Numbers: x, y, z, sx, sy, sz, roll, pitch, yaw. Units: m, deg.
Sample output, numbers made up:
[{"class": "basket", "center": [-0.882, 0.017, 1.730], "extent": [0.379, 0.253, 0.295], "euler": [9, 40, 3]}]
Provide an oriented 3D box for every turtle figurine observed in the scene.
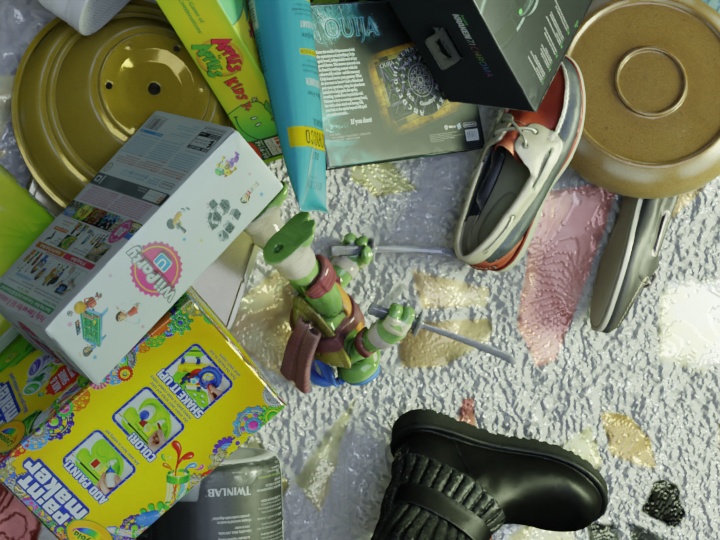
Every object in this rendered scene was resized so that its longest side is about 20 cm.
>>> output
[{"class": "turtle figurine", "center": [0.000, 0.000, 1.594], "extent": [0.194, 0.199, 0.144], "euler": [49, 33, -39]}]

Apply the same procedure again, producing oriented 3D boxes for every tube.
[{"class": "tube", "center": [-0.053, -0.143, 1.507], "extent": [0.050, 0.077, 0.201], "euler": [-10, 86, 20]}]

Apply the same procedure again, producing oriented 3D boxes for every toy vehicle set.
[{"class": "toy vehicle set", "center": [-0.182, -0.035, 1.609], "extent": [0.199, 0.027, 0.125], "euler": [21, 85, -16]}]

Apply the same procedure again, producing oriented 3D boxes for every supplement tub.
[{"class": "supplement tub", "center": [-0.122, 0.249, 1.582], "extent": [0.122, 0.123, 0.201], "euler": [-1, 92, -16]}]

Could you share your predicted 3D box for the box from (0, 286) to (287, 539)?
[{"class": "box", "center": [-0.189, 0.094, 1.496], "extent": [0.193, 0.200, 0.122], "euler": [-42, 116, -3]}]

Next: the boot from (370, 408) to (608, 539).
[{"class": "boot", "center": [0.109, 0.217, 1.634], "extent": [0.210, 0.080, 0.158], "euler": [17, 42, -9]}]

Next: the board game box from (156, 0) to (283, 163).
[{"class": "board game box", "center": [-0.099, -0.193, 1.548], "extent": [0.047, 0.102, 0.200], "euler": [-15, 132, 19]}]

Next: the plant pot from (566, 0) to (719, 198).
[{"class": "plant pot", "center": [0.253, -0.163, 1.701], "extent": [0.199, 0.027, 0.201], "euler": [1, 76, -3]}]

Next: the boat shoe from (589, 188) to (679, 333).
[{"class": "boat shoe", "center": [0.256, -0.036, 1.720], "extent": [0.057, 0.067, 0.201], "euler": [17, 83, -11]}]

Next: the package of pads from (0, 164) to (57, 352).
[{"class": "package of pads", "center": [-0.335, 0.004, 1.519], "extent": [0.154, 0.068, 0.200], "euler": [42, 78, 12]}]

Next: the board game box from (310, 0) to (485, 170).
[{"class": "board game box", "center": [0.022, -0.158, 1.617], "extent": [0.200, 0.028, 0.136], "euler": [-10, 91, -46]}]

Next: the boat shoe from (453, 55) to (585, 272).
[{"class": "boat shoe", "center": [0.134, -0.095, 1.666], "extent": [0.062, 0.071, 0.201], "euler": [15, 98, -55]}]

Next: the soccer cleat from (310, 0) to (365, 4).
[{"class": "soccer cleat", "center": [0.001, -0.278, 1.652], "extent": [0.200, 0.065, 0.084], "euler": [-33, 72, -10]}]

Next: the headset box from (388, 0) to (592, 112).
[{"class": "headset box", "center": [0.112, -0.252, 1.596], "extent": [0.200, 0.093, 0.174], "euler": [-63, 142, -22]}]

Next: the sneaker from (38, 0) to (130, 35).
[{"class": "sneaker", "center": [-0.207, -0.282, 1.572], "extent": [0.115, 0.074, 0.200], "euler": [32, 51, 16]}]

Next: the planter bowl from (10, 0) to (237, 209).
[{"class": "planter bowl", "center": [-0.175, -0.136, 1.559], "extent": [0.200, 0.083, 0.201], "euler": [5, 77, -21]}]

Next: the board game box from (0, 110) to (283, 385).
[{"class": "board game box", "center": [-0.171, -0.022, 1.435], "extent": [0.200, 0.147, 0.064], "euler": [-47, 116, -13]}]
